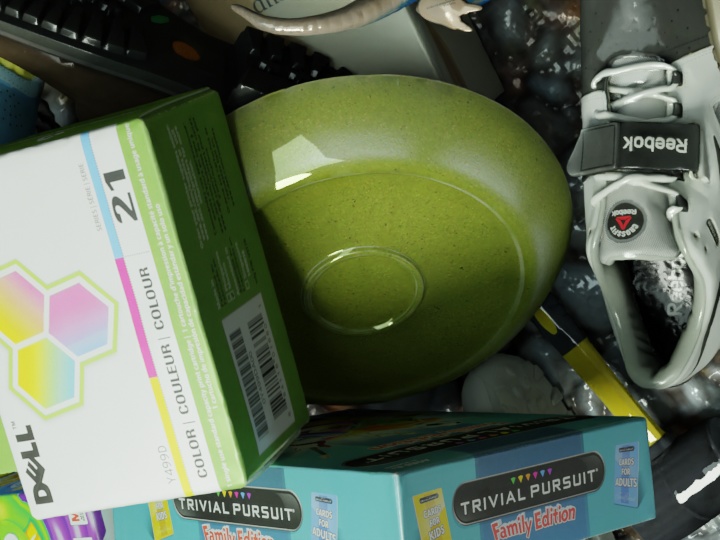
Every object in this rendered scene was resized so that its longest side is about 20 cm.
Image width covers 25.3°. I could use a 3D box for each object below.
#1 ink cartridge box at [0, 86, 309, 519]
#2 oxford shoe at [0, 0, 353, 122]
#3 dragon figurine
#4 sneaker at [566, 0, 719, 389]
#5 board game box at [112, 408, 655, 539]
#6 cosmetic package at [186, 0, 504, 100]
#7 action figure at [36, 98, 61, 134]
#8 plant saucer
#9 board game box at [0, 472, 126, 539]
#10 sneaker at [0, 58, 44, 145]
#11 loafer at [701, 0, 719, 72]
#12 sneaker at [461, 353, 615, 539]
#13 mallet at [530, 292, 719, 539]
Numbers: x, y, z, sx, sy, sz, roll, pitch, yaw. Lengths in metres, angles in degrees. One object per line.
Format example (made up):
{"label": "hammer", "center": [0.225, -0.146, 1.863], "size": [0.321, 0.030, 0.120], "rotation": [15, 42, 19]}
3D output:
{"label": "ink cartridge box", "center": [-0.138, 0.024, 0.666], "size": [0.198, 0.076, 0.150], "rotation": [-12, 100, 21]}
{"label": "oxford shoe", "center": [-0.103, -0.076, 0.701], "size": [0.198, 0.073, 0.085], "rotation": [24, 124, -4]}
{"label": "dragon figurine", "center": [0.046, -0.140, 0.679], "size": [0.199, 0.099, 0.059], "rotation": [-31, 101, 6]}
{"label": "sneaker", "center": [0.132, -0.043, 0.710], "size": [0.073, 0.088, 0.203], "rotation": [-5, 105, 25]}
{"label": "board game box", "center": [0.005, 0.094, 0.713], "size": [0.199, 0.150, 0.048], "rotation": [-5, 91, 48]}
{"label": "cosmetic package", "center": [-0.026, -0.144, 0.744], "size": [0.104, 0.071, 0.202], "rotation": [-25, 98, 27]}
{"label": "action figure", "center": [-0.161, -0.032, 0.818], "size": [0.198, 0.120, 0.102], "rotation": [-17, 140, 21]}
{"label": "plant saucer", "center": [0.000, 0.000, 0.717], "size": [0.197, 0.031, 0.201], "rotation": [-5, 136, -4]}
{"label": "board game box", "center": [-0.147, 0.152, 0.840], "size": [0.199, 0.102, 0.106], "rotation": [-13, 93, 46]}
{"label": "sneaker", "center": [-0.155, -0.136, 0.753], "size": [0.130, 0.079, 0.202], "rotation": [-26, 58, 22]}
{"label": "loafer", "center": [0.164, -0.178, 0.657], "size": [0.067, 0.076, 0.202], "rotation": [-9, 106, 16]}
{"label": "sneaker", "center": [0.082, 0.140, 0.807], "size": [0.080, 0.076, 0.202], "rotation": [-12, 102, 36]}
{"label": "mallet", "center": [0.115, 0.037, 0.776], "size": [0.066, 0.041, 0.201], "rotation": [-33, 90, 30]}
